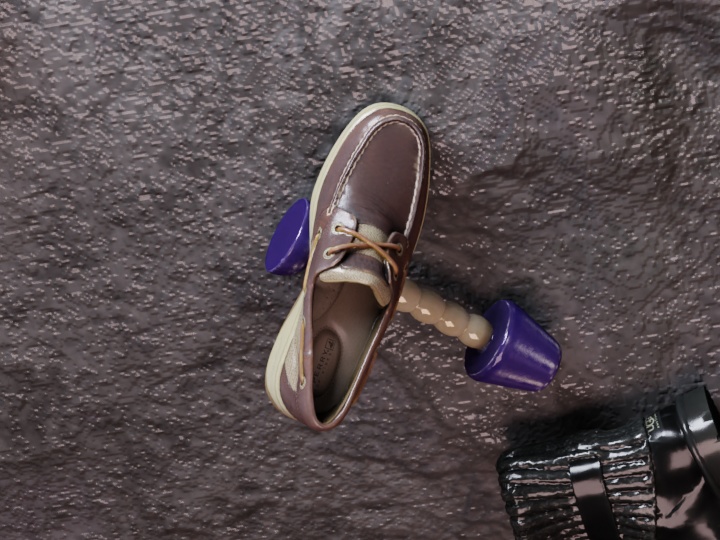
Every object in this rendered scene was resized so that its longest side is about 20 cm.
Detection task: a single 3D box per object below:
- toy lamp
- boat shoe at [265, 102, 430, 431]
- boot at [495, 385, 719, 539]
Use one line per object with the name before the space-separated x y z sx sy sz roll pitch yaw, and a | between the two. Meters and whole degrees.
toy lamp | 0.037 0.020 1.464 0.200 0.058 0.058 29 125 -18
boat shoe | 0.000 0.000 1.382 0.072 0.072 0.201 20 93 -18
boot | 0.195 0.181 1.578 0.157 0.080 0.212 -23 116 11
